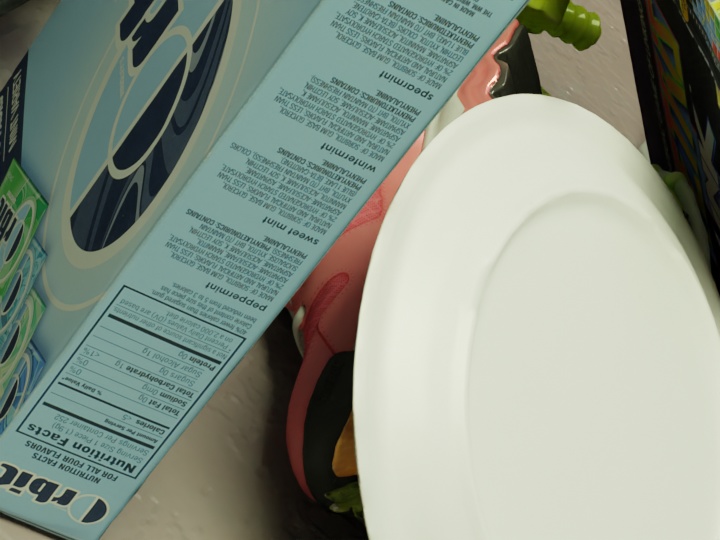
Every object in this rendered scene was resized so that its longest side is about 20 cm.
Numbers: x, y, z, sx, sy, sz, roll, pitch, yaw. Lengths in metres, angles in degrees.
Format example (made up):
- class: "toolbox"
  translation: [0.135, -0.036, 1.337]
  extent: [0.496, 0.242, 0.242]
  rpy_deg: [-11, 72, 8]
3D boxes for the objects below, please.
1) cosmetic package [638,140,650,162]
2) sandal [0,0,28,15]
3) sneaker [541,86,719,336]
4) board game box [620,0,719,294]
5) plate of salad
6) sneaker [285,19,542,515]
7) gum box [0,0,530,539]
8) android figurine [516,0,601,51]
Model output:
- class: "cosmetic package"
  translation: [0.188, -0.004, 0.981]
  extent: [0.074, 0.102, 0.200]
  rpy_deg: [21, 36, -33]
- class: "sandal"
  translation: [-0.112, -0.095, 0.790]
  extent: [0.200, 0.075, 0.048]
  rpy_deg: [-15, 80, -56]
- class: "sneaker"
  translation: [0.081, -0.018, 0.897]
  extent: [0.075, 0.076, 0.200]
  rpy_deg: [11, 39, -39]
- class: "board game box"
  translation: [0.135, -0.048, 0.848]
  extent: [0.165, 0.057, 0.200]
  rpy_deg: [-112, -177, -45]
- class: "plate of salad"
  translation: [0.053, 0.050, 0.745]
  extent: [0.200, 0.048, 0.201]
  rpy_deg: [15, 70, -50]
- class: "sneaker"
  translation: [0.000, 0.000, 0.805]
  extent: [0.200, 0.087, 0.074]
  rpy_deg: [-69, 150, -45]
- class: "gum box"
  translation: [-0.038, -0.054, 0.680]
  extent: [0.044, 0.200, 0.170]
  rpy_deg: [25, 32, -24]
- class: "android figurine"
  translation: [-0.003, -0.126, 0.897]
  extent: [0.200, 0.041, 0.182]
  rpy_deg: [25, -2, -32]
